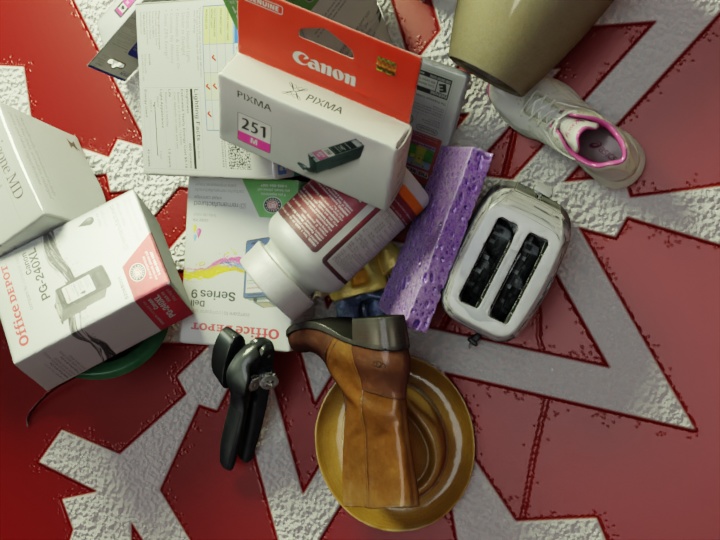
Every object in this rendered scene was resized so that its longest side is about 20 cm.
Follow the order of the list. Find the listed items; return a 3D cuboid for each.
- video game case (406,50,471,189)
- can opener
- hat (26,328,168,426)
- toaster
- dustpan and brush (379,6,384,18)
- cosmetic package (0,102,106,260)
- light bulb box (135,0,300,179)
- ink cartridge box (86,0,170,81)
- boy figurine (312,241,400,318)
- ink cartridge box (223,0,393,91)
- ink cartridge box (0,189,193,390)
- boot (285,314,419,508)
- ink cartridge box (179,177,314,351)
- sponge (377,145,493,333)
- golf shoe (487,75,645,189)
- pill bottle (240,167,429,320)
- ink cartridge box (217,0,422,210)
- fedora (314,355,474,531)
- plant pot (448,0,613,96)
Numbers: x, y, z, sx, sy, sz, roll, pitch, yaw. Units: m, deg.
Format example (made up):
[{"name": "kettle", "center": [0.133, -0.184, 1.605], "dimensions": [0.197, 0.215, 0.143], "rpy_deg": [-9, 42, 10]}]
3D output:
[{"name": "video game case", "center": [0.013, -0.173, 1.211], "dimensions": [0.198, 0.023, 0.184], "rpy_deg": [23, 114, 15]}, {"name": "can opener", "center": [-0.134, 0.156, 1.221], "dimensions": [0.079, 0.063, 0.202], "rpy_deg": [44, 140, 41]}, {"name": "hat", "center": [-0.335, 0.096, 1.336], "dimensions": [0.198, 0.177, 0.167], "rpy_deg": [3, 60, -2]}, {"name": "toaster", "center": [0.153, -0.003, 1.132], "dimensions": [0.113, 0.129, 0.201], "rpy_deg": [29, 96, 5]}, {"name": "dustpan and brush", "center": [0.003, -0.262, 1.222], "dimensions": [0.199, 0.057, 0.140], "rpy_deg": [33, 105, 4]}, {"name": "cosmetic package", "center": [-0.441, -0.069, 1.288], "dimensions": [0.199, 0.165, 0.166], "rpy_deg": [-33, 72, 13]}, {"name": "light bulb box", "center": [-0.142, -0.208, 1.192], "dimensions": [0.198, 0.124, 0.201], "rpy_deg": [6, 102, 32]}, {"name": "ink cartridge box", "center": [-0.258, -0.325, 1.286], "dimensions": [0.037, 0.095, 0.200], "rpy_deg": [45, 100, 13]}, {"name": "boy figurine", "center": [0.000, 0.000, 1.215], "dimensions": [0.123, 0.064, 0.202], "rpy_deg": [-8, 90, 7]}, {"name": "ink cartridge box", "center": [-0.044, -0.244, 1.075], "dimensions": [0.084, 0.201, 0.147], "rpy_deg": [4, 45, 31]}, {"name": "ink cartridge box", "center": [-0.314, 0.023, 1.202], "dimensions": [0.199, 0.084, 0.146], "rpy_deg": [-27, 61, -1]}, {"name": "boot", "center": [-0.009, 0.151, 1.120], "dimensions": [0.187, 0.068, 0.203], "rpy_deg": [-4, 90, 42]}, {"name": "ink cartridge box", "center": [-0.131, -0.008, 1.244], "dimensions": [0.144, 0.087, 0.203], "rpy_deg": [4, 92, 16]}, {"name": "sponge", "center": [0.079, -0.038, 1.128], "dimensions": [0.030, 0.112, 0.202], "rpy_deg": [20, 94, -15]}, {"name": "golf shoe", "center": [0.224, -0.166, 1.143], "dimensions": [0.199, 0.091, 0.076], "rpy_deg": [34, 98, 16]}, {"name": "pill bottle", "center": [-0.030, -0.047, 1.131], "dimensions": [0.200, 0.110, 0.110], "rpy_deg": [-43, 78, 2]}, {"name": "ink cartridge box", "center": [-0.045, -0.164, 1.008], "dimensions": [0.198, 0.174, 0.044], "rpy_deg": [24, 55, 11]}, {"name": "fedora", "center": [0.040, 0.193, 1.168], "dimensions": [0.198, 0.082, 0.203], "rpy_deg": [0, 82, -1]}, {"name": "plant pot", "center": [0.180, -0.297, 1.110], "dimensions": [0.186, 0.187, 0.201], "rpy_deg": [30, 98, 15]}]
